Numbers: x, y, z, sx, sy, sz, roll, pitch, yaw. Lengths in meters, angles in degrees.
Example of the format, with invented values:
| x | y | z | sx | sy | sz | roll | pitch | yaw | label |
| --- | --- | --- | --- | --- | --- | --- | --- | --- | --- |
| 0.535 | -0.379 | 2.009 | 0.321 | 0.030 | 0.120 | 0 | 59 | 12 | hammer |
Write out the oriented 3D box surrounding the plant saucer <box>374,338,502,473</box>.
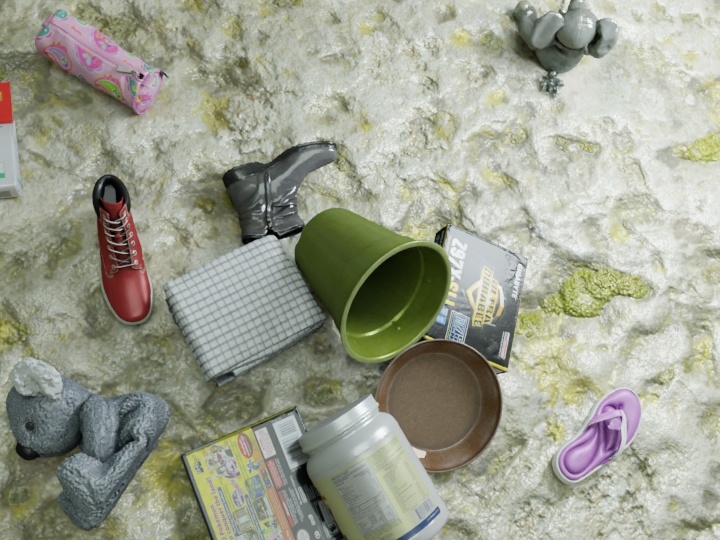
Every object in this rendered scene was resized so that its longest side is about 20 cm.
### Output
| x | y | z | sx | sy | sz | roll | pitch | yaw | label |
| --- | --- | --- | --- | --- | --- | --- | --- | --- | --- |
| 0.115 | 0.202 | 1.163 | 0.198 | 0.037 | 0.202 | 0 | 92 | -10 | plant saucer |

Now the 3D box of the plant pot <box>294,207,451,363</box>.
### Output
| x | y | z | sx | sy | sz | roll | pitch | yaw | label |
| --- | --- | --- | --- | --- | --- | --- | --- | --- | --- |
| 0.000 | 0.000 | 1.141 | 0.199 | 0.201 | 0.190 | -31 | 47 | -21 | plant pot |

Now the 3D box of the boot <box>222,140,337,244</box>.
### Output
| x | y | z | sx | sy | sz | roll | pitch | yaw | label |
| --- | --- | --- | --- | --- | --- | --- | --- | --- | --- |
| -0.111 | -0.120 | 1.232 | 0.199 | 0.070 | 0.133 | -22 | 74 | -7 | boot |

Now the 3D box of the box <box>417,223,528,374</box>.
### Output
| x | y | z | sx | sy | sz | roll | pitch | yaw | label |
| --- | --- | --- | --- | --- | --- | --- | --- | --- | --- |
| 0.178 | 0.046 | 1.236 | 0.159 | 0.049 | 0.202 | 22 | 67 | -15 | box |

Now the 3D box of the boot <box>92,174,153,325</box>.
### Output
| x | y | z | sx | sy | sz | roll | pitch | yaw | label |
| --- | --- | --- | --- | --- | --- | --- | --- | --- | --- |
| -0.345 | -0.029 | 1.104 | 0.072 | 0.144 | 0.202 | -12 | 76 | -18 | boot |

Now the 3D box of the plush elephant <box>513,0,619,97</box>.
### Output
| x | y | z | sx | sy | sz | roll | pitch | yaw | label |
| --- | --- | --- | --- | --- | --- | --- | --- | --- | --- |
| 0.381 | -0.443 | 1.407 | 0.163 | 0.155 | 0.202 | 9 | 69 | -10 | plush elephant |

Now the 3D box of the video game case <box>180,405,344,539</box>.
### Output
| x | y | z | sx | sy | sz | roll | pitch | yaw | label |
| --- | --- | --- | --- | --- | --- | --- | --- | --- | --- |
| -0.136 | 0.321 | 1.096 | 0.179 | 0.026 | 0.201 | -20 | 78 | -19 | video game case |

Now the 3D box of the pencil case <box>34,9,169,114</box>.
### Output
| x | y | z | sx | sy | sz | roll | pitch | yaw | label |
| --- | --- | --- | --- | --- | --- | --- | --- | --- | --- |
| -0.412 | -0.332 | 1.226 | 0.199 | 0.088 | 0.088 | 32 | 67 | 0 | pencil case |

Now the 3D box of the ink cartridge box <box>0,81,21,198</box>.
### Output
| x | y | z | sx | sy | sz | roll | pitch | yaw | label |
| --- | --- | --- | --- | --- | --- | --- | --- | --- | --- |
| -0.605 | -0.201 | 1.156 | 0.159 | 0.050 | 0.202 | -8 | 75 | -16 | ink cartridge box |

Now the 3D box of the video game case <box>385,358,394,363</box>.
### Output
| x | y | z | sx | sy | sz | roll | pitch | yaw | label |
| --- | --- | --- | --- | --- | --- | --- | --- | --- | --- |
| 0.086 | 0.057 | 1.242 | 0.142 | 0.018 | 0.202 | 15 | 68 | -8 | video game case |

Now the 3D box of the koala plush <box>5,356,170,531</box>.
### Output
| x | y | z | sx | sy | sz | roll | pitch | yaw | label |
| --- | --- | --- | --- | --- | --- | --- | --- | --- | --- |
| -0.377 | 0.204 | 1.012 | 0.199 | 0.178 | 0.184 | 33 | 56 | 0 | koala plush |

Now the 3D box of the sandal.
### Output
| x | y | z | sx | sy | sz | roll | pitch | yaw | label |
| --- | --- | --- | --- | --- | --- | --- | --- | --- | --- |
| 0.389 | 0.265 | 1.222 | 0.202 | 0.050 | 0.083 | -41 | 84 | -22 | sandal |

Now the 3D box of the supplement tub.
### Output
| x | y | z | sx | sy | sz | roll | pitch | yaw | label |
| --- | --- | --- | --- | --- | --- | --- | --- | --- | --- |
| 0.014 | 0.290 | 1.068 | 0.144 | 0.145 | 0.201 | -30 | 85 | -20 | supplement tub |

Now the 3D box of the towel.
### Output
| x | y | z | sx | sy | sz | roll | pitch | yaw | label |
| --- | --- | --- | --- | --- | --- | --- | --- | --- | --- |
| -0.175 | 0.062 | 1.147 | 0.199 | 0.086 | 0.166 | -28 | 81 | -22 | towel |
